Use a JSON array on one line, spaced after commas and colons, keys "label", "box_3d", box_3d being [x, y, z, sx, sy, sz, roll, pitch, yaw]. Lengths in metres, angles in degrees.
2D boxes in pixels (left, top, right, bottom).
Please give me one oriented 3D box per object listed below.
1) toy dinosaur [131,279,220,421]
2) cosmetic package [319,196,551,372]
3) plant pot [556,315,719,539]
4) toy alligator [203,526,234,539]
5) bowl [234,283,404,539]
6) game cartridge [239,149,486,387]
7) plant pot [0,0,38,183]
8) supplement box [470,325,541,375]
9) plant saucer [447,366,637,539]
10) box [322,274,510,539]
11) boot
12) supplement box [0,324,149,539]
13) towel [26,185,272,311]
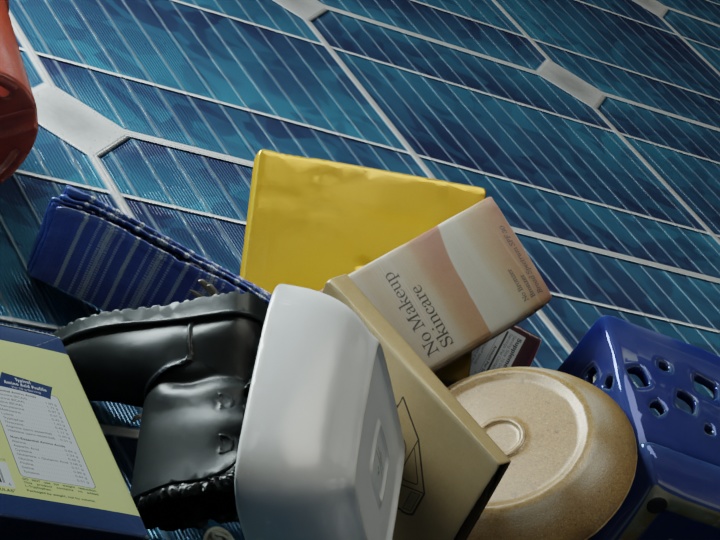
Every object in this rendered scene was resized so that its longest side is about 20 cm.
[{"label": "toy dinosaur", "box_3d": [-0.112, 0.115, 1.636, 0.200, 0.105, 0.182, 61, -3, -24]}, {"label": "cosmetic package", "box_3d": [0.038, 0.036, 1.702, 0.200, 0.087, 0.104, -30, 85, -20]}, {"label": "plant pot", "box_3d": [0.240, 0.186, 1.726, 0.199, 0.200, 0.180, 21, 31, -21]}, {"label": "toy alligator", "box_3d": [-0.091, 0.212, 1.434, 0.059, 0.054, 0.200, 26, 23, -12]}, {"label": "bowl", "box_3d": [-0.021, 0.133, 1.458, 0.074, 0.200, 0.200, 0, 46, 12]}, {"label": "game cartridge", "box_3d": [0.000, 0.000, 1.769, 0.199, 0.177, 0.032, 10, -19, -9]}, {"label": "plant pot", "box_3d": [-0.362, -0.169, 1.747, 0.200, 0.201, 0.196, 11, 37, -39]}, {"label": "supplement box", "box_3d": [0.044, 0.052, 1.844, 0.199, 0.086, 0.110, 29, -8, -4]}, {"label": "plant saucer", "box_3d": [0.109, 0.138, 1.617, 0.199, 0.036, 0.201, -10, 42, 9]}, {"label": "box", "box_3d": [0.014, 0.127, 1.579, 0.021, 0.164, 0.200, -15, 53, -41]}, {"label": "boot", "box_3d": [-0.146, 0.108, 1.522, 0.073, 0.197, 0.163, 54, 29, -52]}, {"label": "supplement box", "box_3d": [-0.265, 0.132, 1.281, 0.199, 0.135, 0.200, 14, 27, -34]}, {"label": "towel", "box_3d": [-0.165, 0.016, 1.676, 0.199, 0.145, 0.024, 29, 58, -5]}]
